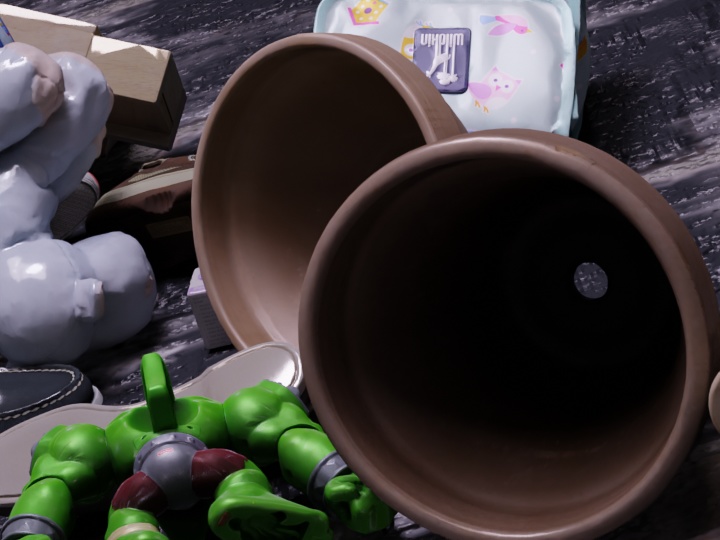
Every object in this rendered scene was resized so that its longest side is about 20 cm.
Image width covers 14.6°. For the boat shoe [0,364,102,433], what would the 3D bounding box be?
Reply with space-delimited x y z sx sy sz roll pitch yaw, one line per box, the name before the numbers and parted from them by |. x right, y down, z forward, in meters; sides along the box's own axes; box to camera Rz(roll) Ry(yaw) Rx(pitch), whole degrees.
boat shoe | -0.249 0.081 1.611 0.200 0.060 0.076 -15 23 8

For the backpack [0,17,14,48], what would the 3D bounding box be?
backpack | -0.309 -0.102 1.787 0.200 0.163 0.154 -30 5 -21

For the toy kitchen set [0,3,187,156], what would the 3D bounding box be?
toy kitchen set | -0.235 -0.065 1.923 0.200 0.163 0.181 12 73 9

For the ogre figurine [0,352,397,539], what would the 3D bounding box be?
ogre figurine | -0.087 0.107 1.397 0.200 0.098 0.120 -28 34 7

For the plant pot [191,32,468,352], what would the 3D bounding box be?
plant pot | 0.006 -0.031 1.542 0.201 0.201 0.093 6 9 43

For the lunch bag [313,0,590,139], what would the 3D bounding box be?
lunch bag | 0.056 -0.124 1.736 0.170 0.122 0.200 2 28 7

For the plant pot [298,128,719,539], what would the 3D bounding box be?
plant pot | 0.093 0.019 1.373 0.200 0.200 0.175 -8 8 23

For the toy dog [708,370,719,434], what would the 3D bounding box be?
toy dog | 0.247 0.072 1.265 0.200 0.096 0.132 19 34 35

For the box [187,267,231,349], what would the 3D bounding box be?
box | 0.000 0.000 1.632 0.200 0.041 0.039 -14 23 12

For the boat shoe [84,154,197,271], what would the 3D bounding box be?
boat shoe | -0.079 -0.048 1.745 0.202 0.075 0.075 -1 36 36

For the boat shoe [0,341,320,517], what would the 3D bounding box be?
boat shoe | -0.111 0.099 1.498 0.200 0.057 0.067 -19 44 9

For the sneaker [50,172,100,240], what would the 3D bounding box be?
sneaker | -0.236 -0.004 1.797 0.082 0.078 0.200 25 45 30

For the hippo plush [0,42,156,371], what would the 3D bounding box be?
hippo plush | -0.192 -0.028 1.655 0.200 0.161 0.159 -10 -35 -54
